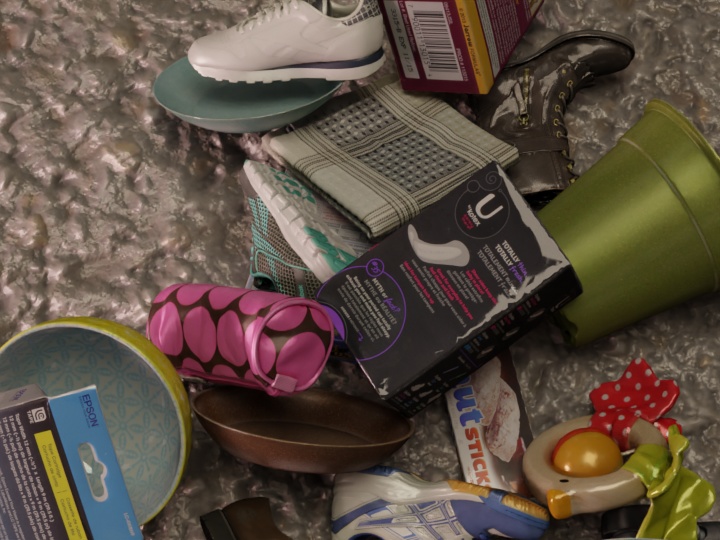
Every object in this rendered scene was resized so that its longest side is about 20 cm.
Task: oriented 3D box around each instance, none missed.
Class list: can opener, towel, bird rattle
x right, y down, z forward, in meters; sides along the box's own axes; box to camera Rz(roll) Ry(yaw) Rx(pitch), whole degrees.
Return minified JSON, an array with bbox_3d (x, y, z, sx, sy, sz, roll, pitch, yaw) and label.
[{"bbox_3d":[0.315,0.240,1.497,0.198,0.064,0.079,0,61,-1],"label":"can opener"},{"bbox_3d":[0.026,-0.123,1.654,0.192,0.035,0.200,-28,46,-26],"label":"towel"},{"bbox_3d":[0.221,0.156,1.484,0.162,0.113,0.200,-12,32,-5],"label":"bird rattle"}]

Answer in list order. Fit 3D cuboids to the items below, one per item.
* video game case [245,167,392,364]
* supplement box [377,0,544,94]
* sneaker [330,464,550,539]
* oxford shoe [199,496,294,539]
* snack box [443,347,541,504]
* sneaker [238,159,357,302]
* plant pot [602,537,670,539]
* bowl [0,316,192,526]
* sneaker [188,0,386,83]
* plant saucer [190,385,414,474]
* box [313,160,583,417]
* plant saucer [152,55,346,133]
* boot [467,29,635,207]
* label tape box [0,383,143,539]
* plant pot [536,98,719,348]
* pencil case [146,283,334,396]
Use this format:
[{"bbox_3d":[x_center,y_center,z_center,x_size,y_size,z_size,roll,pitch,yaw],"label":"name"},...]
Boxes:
[{"bbox_3d":[0.000,0.000,1.615,0.199,0.046,0.182,10,60,14],"label":"video game case"},{"bbox_3d":[0.108,-0.290,1.705,0.103,0.131,0.200,6,44,29],"label":"supplement box"},{"bbox_3d":[0.069,0.226,1.488,0.199,0.075,0.089,7,80,23],"label":"sneaker"},{"bbox_3d":[-0.061,0.279,1.460,0.084,0.073,0.201,-23,65,-16],"label":"oxford shoe"},{"bbox_3d":[0.116,0.127,1.573,0.071,0.024,0.201,-11,62,-4],"label":"snack box"},{"bbox_3d":[-0.078,-0.027,1.575,0.091,0.077,0.200,-53,40,17],"label":"sneaker"},{"bbox_3d":[0.262,0.338,1.377,0.199,0.200,0.189,10,68,4],"label":"plant pot"},{"bbox_3d":[-0.232,0.125,1.505,0.199,0.201,0.108,18,20,8],"label":"bowl"},{"bbox_3d":[-0.075,-0.233,1.664,0.198,0.081,0.077,-4,32,8],"label":"sneaker"},{"bbox_3d":[-0.053,0.142,1.493,0.199,0.200,0.037,8,99,3],"label":"plant saucer"},{"bbox_3d":[0.079,0.019,1.485,0.199,0.106,0.123,-36,71,4],"label":"box"},{"bbox_3d":[-0.107,-0.179,1.694,0.199,0.039,0.201,-6,30,3],"label":"plant saucer"},{"bbox_3d":[0.196,-0.143,1.705,0.199,0.069,0.175,-13,63,3],"label":"boot"},{"bbox_3d":[-0.293,0.179,1.443,0.199,0.066,0.144,-15,102,7],"label":"label tape box"},{"bbox_3d":[0.247,-0.026,1.587,0.189,0.200,0.201,-32,66,-3],"label":"plant pot"},{"bbox_3d":[-0.110,0.063,1.500,0.091,0.199,0.094,32,73,-32],"label":"pencil case"}]
